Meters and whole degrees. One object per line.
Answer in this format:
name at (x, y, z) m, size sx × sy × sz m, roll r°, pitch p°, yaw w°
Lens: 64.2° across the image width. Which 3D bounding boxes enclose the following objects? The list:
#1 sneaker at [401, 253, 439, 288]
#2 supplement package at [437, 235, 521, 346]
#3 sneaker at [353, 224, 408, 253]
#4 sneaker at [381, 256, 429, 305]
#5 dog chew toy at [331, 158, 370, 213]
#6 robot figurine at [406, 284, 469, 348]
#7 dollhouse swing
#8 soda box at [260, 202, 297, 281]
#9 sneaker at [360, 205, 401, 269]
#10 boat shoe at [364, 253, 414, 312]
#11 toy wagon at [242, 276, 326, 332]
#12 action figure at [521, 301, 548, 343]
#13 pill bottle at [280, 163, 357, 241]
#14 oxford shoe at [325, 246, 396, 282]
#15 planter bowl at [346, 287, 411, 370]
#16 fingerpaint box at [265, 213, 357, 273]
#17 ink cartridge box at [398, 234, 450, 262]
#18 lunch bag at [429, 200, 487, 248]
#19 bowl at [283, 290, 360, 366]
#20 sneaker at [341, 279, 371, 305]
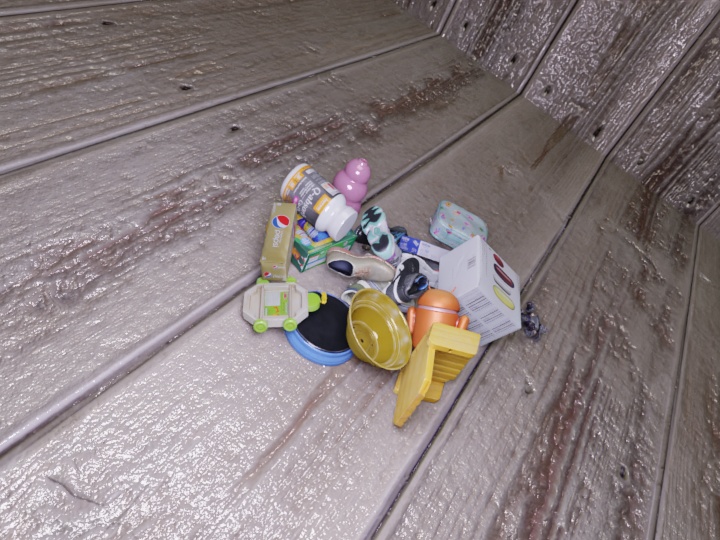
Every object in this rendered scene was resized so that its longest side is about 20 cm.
sneaker at (0.189, 0.002, 1.689) m, size 0.196 × 0.078 × 0.082 m, roll 27°, pitch 19°, yaw -13°
supplement package at (0.327, 0.058, 1.582) m, size 0.199 × 0.145 × 0.195 m, roll 38°, pitch 42°, yaw -26°
sneaker at (0.069, -0.093, 1.692) m, size 0.195 × 0.074 × 0.083 m, roll 2°, pitch 47°, yaw -30°
sneaker at (0.139, 0.024, 1.474) m, size 0.074 × 0.110 × 0.201 m, roll 57°, pitch 40°, yaw -17°
dog chew toy at (-0.035, -0.236, 1.668) m, size 0.122 × 0.202 × 0.126 m, roll 21°, pitch 35°, yaw -16°
robot figurine at (0.192, 0.137, 1.445) m, size 0.113 × 0.143 × 0.207 m, roll 9°, pitch 87°, yaw -23°
dollhouse swing at (0.175, 0.257, 1.303) m, size 0.177 × 0.202 × 0.179 m, roll 15°, pitch 41°, yaw -17°
soda box at (-0.198, -0.073, 1.411) m, size 0.062 × 0.069 × 0.204 m, roll 4°, pitch 49°, yaw 0°
sneaker at (0.067, -0.077, 1.619) m, size 0.141 × 0.076 × 0.204 m, roll 53°, pitch 18°, yaw -44°
boat shoe at (0.071, 0.035, 1.572) m, size 0.198 × 0.063 × 0.072 m, roll 38°, pitch 40°, yaw 8°
toy wagon at (-0.175, 0.079, 1.341) m, size 0.193 × 0.040 × 0.157 m, roll -1°, pitch 40°, yaw -6°
action figure at (0.487, 0.139, 1.726) m, size 0.196 × 0.070 × 0.131 m, roll 30°, pitch 30°, yaw -8°
pill bottle at (-0.109, -0.179, 1.519) m, size 0.199 × 0.118 × 0.116 m, roll 41°, pitch 41°, yaw 12°
oxford shoe at (0.000, 0.000, 1.507) m, size 0.193 × 0.073 × 0.074 m, roll 13°, pitch 28°, yaw -2°
planter bowl at (0.025, 0.152, 1.356) m, size 0.197 × 0.083 × 0.205 m, roll 28°, pitch 45°, yaw -32°
fingerpaint box at (-0.133, -0.104, 1.576) m, size 0.197 × 0.074 × 0.167 m, roll -23°, pitch 62°, yaw -44°
ink cartridge box at (0.214, -0.053, 1.699) m, size 0.196 × 0.046 × 0.093 m, roll 16°, pitch 4°, yaw -37°
lunch bag at (0.320, -0.134, 1.889) m, size 0.196 × 0.078 × 0.162 m, roll 27°, pitch 41°, yaw -5°
bowl at (-0.090, 0.134, 1.390) m, size 0.195 × 0.040 × 0.204 m, roll 18°, pitch 41°, yaw -16°
sneaker at (0.028, 0.109, 1.468) m, size 0.089 × 0.068 × 0.200 m, roll -18°, pitch 53°, yaw -45°
